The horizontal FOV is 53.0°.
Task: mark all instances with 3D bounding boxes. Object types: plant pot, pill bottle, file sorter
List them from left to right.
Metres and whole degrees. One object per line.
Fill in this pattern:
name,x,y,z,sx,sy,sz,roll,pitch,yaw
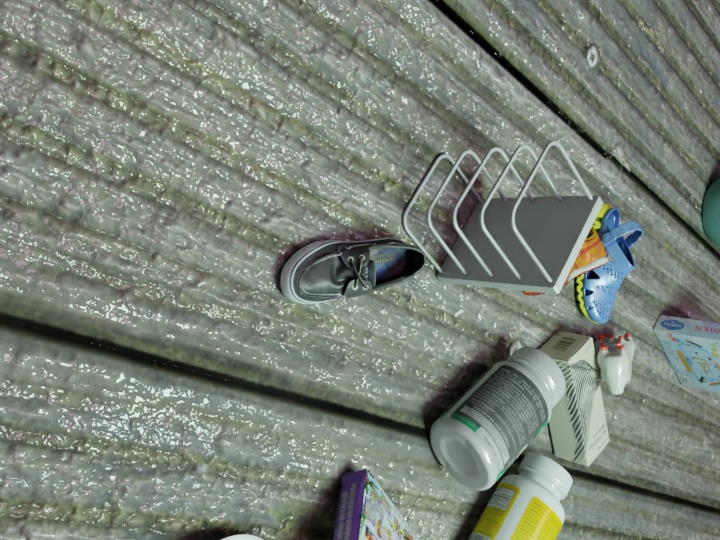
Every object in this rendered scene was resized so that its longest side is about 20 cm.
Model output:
file sorter,0.169,-0.072,0.908,0.125,0.198,0.140,46,66,-30
pill bottle,0.198,0.202,1.020,0.199,0.112,0.115,-36,117,-32
pill bottle,0.237,0.380,1.078,0.201,0.110,0.112,-53,125,-23
plant pot,0.815,-0.121,1.501,0.197,0.159,0.206,-6,99,-40

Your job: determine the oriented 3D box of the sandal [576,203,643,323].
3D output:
sandal,0.419,-0.010,1.212,0.078,0.086,0.205,4,95,-43

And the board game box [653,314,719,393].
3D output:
board game box,0.701,0.174,1.410,0.041,0.197,0.201,-55,127,-22

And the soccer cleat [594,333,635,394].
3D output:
soccer cleat,0.428,0.153,1.219,0.199,0.068,0.080,-12,97,-67

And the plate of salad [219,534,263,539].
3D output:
plate of salad,-0.156,0.382,0.769,0.198,0.047,0.205,-11,104,-51

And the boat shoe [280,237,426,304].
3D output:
boat shoe,0.000,0.000,0.849,0.197,0.065,0.072,-7,100,-41

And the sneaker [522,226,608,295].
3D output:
sneaker,0.311,-0.014,1.138,0.198,0.073,0.078,-23,84,-38

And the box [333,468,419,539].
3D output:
box,0.030,0.365,0.894,0.202,0.038,0.138,59,23,-30

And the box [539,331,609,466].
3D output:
box,0.349,0.210,1.186,0.082,0.068,0.204,-32,115,-35
